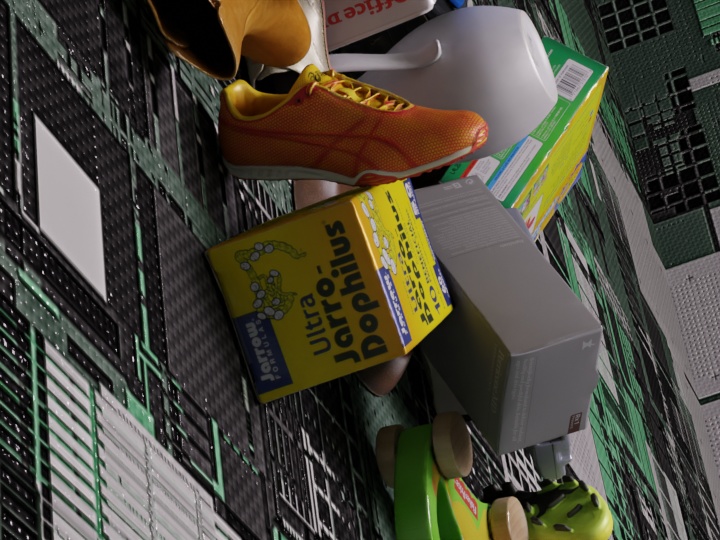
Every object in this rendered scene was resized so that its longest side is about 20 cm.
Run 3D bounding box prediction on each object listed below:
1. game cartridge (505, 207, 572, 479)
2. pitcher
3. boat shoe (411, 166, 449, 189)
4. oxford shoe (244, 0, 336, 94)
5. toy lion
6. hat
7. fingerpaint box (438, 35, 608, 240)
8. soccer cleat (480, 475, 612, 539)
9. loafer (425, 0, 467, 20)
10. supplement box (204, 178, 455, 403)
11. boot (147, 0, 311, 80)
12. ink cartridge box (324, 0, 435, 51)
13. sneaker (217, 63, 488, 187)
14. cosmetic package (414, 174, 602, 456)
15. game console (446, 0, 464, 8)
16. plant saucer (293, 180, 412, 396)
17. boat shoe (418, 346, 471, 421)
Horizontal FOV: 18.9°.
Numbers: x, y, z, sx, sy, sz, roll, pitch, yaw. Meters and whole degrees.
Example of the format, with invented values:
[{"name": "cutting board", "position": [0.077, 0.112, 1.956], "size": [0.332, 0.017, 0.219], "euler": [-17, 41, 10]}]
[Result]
[{"name": "game cartridge", "position": [0.137, 0.057, 1.794], "size": [0.133, 0.040, 0.202], "euler": [-101, -179, -60]}, {"name": "pitcher", "position": [0.048, -0.149, 1.759], "size": [0.172, 0.199, 0.122], "euler": [42, 31, -61]}, {"name": "boat shoe", "position": [0.071, -0.105, 2.077], "size": [0.201, 0.071, 0.068], "euler": [-87, 159, -43]}, {"name": "oxford shoe", "position": [-0.061, -0.180, 1.648], "size": [0.074, 0.070, 0.201], "euler": [-60, 129, -69]}, {"name": "toy lion", "position": [0.074, 0.236, 1.627], "size": [0.200, 0.068, 0.193], "euler": [57, 28, -45]}, {"name": "hat", "position": [0.025, -0.177, 1.957], "size": [0.201, 0.080, 0.202], "euler": [157, -90, -85]}, {"name": "fingerpaint box", "position": [0.138, -0.084, 1.960], "size": [0.200, 0.073, 0.167], "euler": [-54, 164, -30]}, {"name": "soccer cleat", "position": [0.156, 0.219, 1.776], "size": [0.084, 0.065, 0.200], "euler": [58, -25, -11]}, {"name": "loafer", "position": [0.071, -0.253, 2.014], "size": [0.201, 0.070, 0.068], "euler": [55, -10, 51]}, {"name": "supplement box", "position": [-0.016, 0.007, 1.488], "size": [0.200, 0.109, 0.110], "euler": [-35, 106, -75]}, {"name": "boot", "position": [-0.095, -0.170, 1.485], "size": [0.201, 0.071, 0.145], "euler": [44, 21, -38]}, {"name": "ink cartridge box", "position": [-0.039, -0.281, 1.709], "size": [0.084, 0.144, 0.201], "euler": [-70, 139, -71]}, {"name": "sneaker", "position": [-0.011, -0.100, 1.470], "size": [0.073, 0.198, 0.078], "euler": [-46, 134, -62]}, {"name": "cosmetic package", "position": [0.096, 0.031, 1.621], "size": [0.200, 0.089, 0.108], "euler": [-124, -152, -45]}, {"name": "game console", "position": [0.034, -0.318, 1.701], "size": [0.170, 0.119, 0.200], "euler": [41, 5, 12]}, {"name": "plant saucer", "position": [0.000, 0.000, 1.728], "size": [0.200, 0.032, 0.202], "euler": [-20, 90, -76]}, {"name": "boat shoe", "position": [0.074, 0.034, 1.845], "size": [0.201, 0.074, 0.093], "euler": [87, -8, -45]}]
